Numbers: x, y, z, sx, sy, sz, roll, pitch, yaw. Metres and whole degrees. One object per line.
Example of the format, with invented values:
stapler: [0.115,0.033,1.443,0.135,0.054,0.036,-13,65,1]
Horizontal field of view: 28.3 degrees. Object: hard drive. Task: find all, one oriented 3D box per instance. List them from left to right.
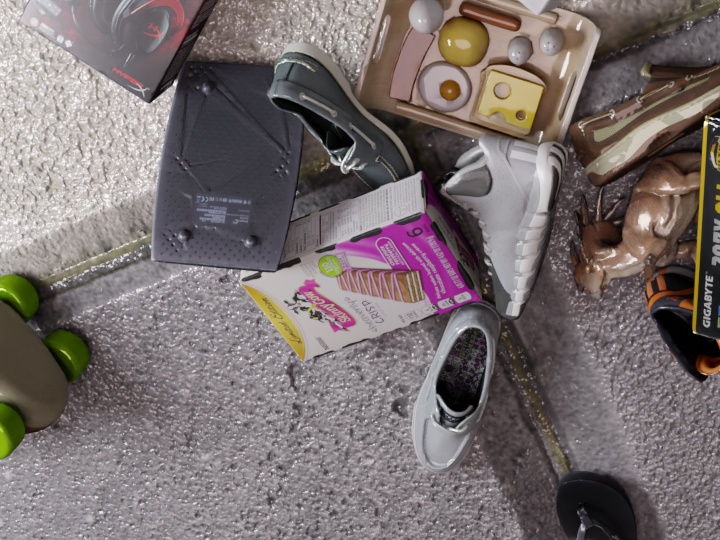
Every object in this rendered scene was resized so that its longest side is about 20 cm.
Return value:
hard drive: [-0.121,-0.096,1.352,0.134,0.042,0.201,5,75,9]

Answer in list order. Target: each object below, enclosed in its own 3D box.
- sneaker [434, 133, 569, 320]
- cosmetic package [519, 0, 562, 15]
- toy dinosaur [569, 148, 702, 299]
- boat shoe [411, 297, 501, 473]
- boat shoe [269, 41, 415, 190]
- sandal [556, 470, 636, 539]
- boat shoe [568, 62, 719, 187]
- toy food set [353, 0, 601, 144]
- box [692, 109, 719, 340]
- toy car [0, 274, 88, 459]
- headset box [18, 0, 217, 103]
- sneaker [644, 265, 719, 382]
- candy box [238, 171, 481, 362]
sneaker: [0.123,-0.049,1.353,0.115,0.075,0.201,17,129,10]
cosmetic package: [0.184,-0.329,1.225,0.102,0.074,0.200,42,115,6]
toy dinosaur: [0.273,-0.057,1.329,0.200,0.135,0.086,-51,133,2]
boat shoe: [0.092,0.126,1.438,0.070,0.072,0.202,16,114,4]
boat shoe: [-0.019,-0.122,1.330,0.073,0.062,0.200,-2,141,40]
sandal: [0.258,0.299,1.493,0.076,0.043,0.201,-15,109,16]
boat shoe: [0.278,-0.158,1.286,0.202,0.075,0.075,-32,81,11]
toy food set: [0.104,-0.185,1.314,0.199,0.060,0.144,18,114,4]
box: [0.356,-0.055,1.265,0.049,0.159,0.201,16,119,37]
toy car: [-0.415,0.129,1.503,0.200,0.164,0.158,-33,103,34]
headset box: [-0.203,-0.282,1.326,0.148,0.075,0.200,33,115,-3]
sneaker: [0.350,0.081,1.347,0.199,0.112,0.078,29,115,-2]
candy box: [0.000,0.000,1.384,0.199,0.061,0.137,-20,133,19]
